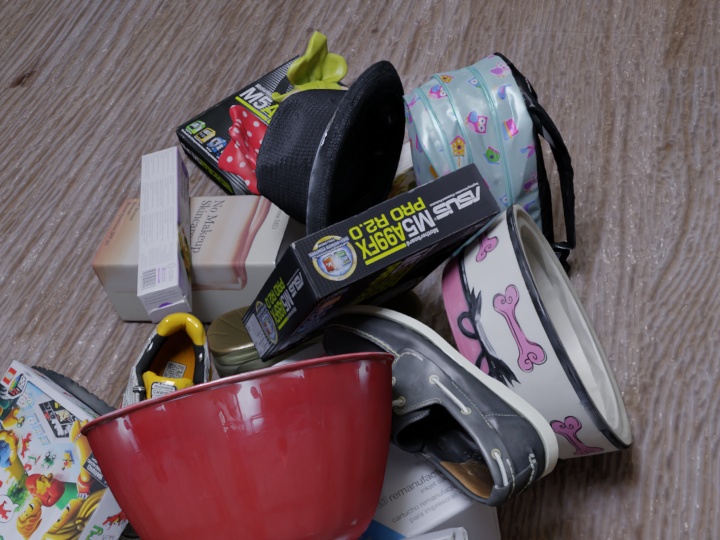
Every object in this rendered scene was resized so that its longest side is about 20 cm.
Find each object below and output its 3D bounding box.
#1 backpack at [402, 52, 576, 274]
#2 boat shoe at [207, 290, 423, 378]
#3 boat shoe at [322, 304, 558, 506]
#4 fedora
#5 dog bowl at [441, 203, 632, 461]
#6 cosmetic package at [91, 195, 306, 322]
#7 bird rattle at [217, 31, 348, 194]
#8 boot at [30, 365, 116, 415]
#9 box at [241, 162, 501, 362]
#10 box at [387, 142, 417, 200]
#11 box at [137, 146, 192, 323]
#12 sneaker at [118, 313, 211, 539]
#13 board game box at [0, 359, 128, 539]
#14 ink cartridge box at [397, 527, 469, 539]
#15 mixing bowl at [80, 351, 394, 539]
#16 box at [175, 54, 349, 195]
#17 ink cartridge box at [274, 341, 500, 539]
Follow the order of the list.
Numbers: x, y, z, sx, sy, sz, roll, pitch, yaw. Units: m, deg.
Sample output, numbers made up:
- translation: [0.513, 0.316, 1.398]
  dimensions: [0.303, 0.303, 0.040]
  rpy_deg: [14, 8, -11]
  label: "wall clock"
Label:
- translation: [0.112, -0.090, 0.831]
  dimensions: [0.125, 0.201, 0.168]
  rpy_deg: [-23, 45, -6]
  label: "backpack"
- translation: [-0.039, 0.062, 0.842]
  dimensions: [0.198, 0.064, 0.074]
  rpy_deg: [-13, 40, -5]
  label: "boat shoe"
- translation: [0.039, 0.087, 0.630]
  dimensions: [0.067, 0.072, 0.199]
  rpy_deg: [-29, 47, -35]
  label: "boat shoe"
- translation: [-0.032, -0.100, 0.808]
  dimensions: [0.091, 0.202, 0.202]
  rpy_deg: [16, 53, 17]
  label: "fedora"
- translation: [0.132, 0.055, 0.700]
  dimensions: [0.073, 0.200, 0.202]
  rpy_deg: [-27, 42, 18]
  label: "dog bowl"
- translation: [-0.153, -0.012, 0.917]
  dimensions: [0.197, 0.088, 0.104]
  rpy_deg: [-1, 46, 16]
  label: "cosmetic package"
- translation: [-0.043, -0.147, 0.924]
  dimensions: [0.161, 0.113, 0.201]
  rpy_deg: [21, 40, 6]
  label: "bird rattle"
- translation: [-0.273, 0.183, 0.772]
  dimensions: [0.198, 0.077, 0.168]
  rpy_deg: [23, 53, 26]
  label: "boot"
- translation: [0.000, 0.000, 0.716]
  dimensions: [0.159, 0.200, 0.045]
  rpy_deg: [-25, 81, -24]
  label: "box"
- translation: [0.064, -0.113, 0.972]
  dimensions: [0.199, 0.039, 0.041]
  rpy_deg: [-30, 46, -12]
  label: "box"
- translation: [-0.185, -0.039, 0.862]
  dimensions: [0.041, 0.039, 0.201]
  rpy_deg: [-15, 45, 2]
  label: "box"
- translation: [-0.165, 0.123, 0.717]
  dimensions: [0.077, 0.082, 0.202]
  rpy_deg: [10, 55, -7]
  label: "sneaker"
- translation: [-0.242, 0.158, 0.681]
  dimensions: [0.199, 0.035, 0.127]
  rpy_deg: [19, 75, 44]
  label: "board game box"
- translation: [0.015, 0.266, 0.533]
  dimensions: [0.143, 0.085, 0.203]
  rpy_deg: [-13, 80, 4]
  label: "ink cartridge box"
- translation: [-0.063, 0.128, 0.562]
  dimensions: [0.198, 0.200, 0.110]
  rpy_deg: [-14, 79, 3]
  label: "mixing bowl"
- translation: [-0.090, -0.159, 1.070]
  dimensions: [0.192, 0.048, 0.200]
  rpy_deg: [-35, 48, -15]
  label: "box"
- translation: [-0.007, 0.152, 0.705]
  dimensions: [0.143, 0.085, 0.200]
  rpy_deg: [-27, 44, -11]
  label: "ink cartridge box"
